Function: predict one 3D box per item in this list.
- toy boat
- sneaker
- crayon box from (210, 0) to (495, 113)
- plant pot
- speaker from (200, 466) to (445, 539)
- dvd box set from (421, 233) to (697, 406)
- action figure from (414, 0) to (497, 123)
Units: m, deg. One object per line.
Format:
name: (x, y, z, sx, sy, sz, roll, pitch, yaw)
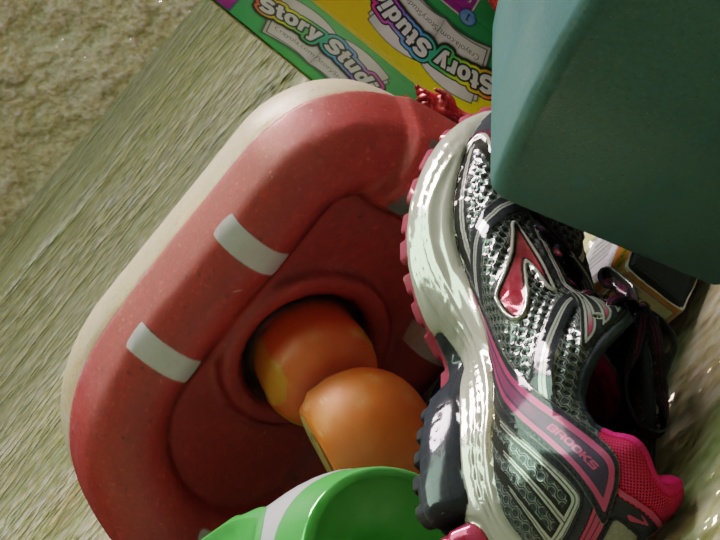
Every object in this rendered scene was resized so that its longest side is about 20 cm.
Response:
toy boat: (-0.015, 0.039, 1.051, 0.200, 0.130, 0.131, -51, 40, 15)
sneaker: (0.065, 0.022, 0.938, 0.074, 0.081, 0.201, -31, 41, 27)
crayon box: (0.019, -0.167, 1.458, 0.058, 0.200, 0.173, -37, 18, 54)
plant pot: (0.126, -0.100, 0.897, 0.200, 0.141, 0.142, -55, 21, 39)
speaker: (-0.034, 0.134, 1.001, 0.200, 0.088, 0.089, -38, 17, 53)
dvd box set: (0.072, 0.011, 1.099, 0.200, 0.029, 0.147, -44, 14, 43)
action figure: (0.032, -0.050, 1.218, 0.200, 0.099, 0.065, -35, -5, -11)
